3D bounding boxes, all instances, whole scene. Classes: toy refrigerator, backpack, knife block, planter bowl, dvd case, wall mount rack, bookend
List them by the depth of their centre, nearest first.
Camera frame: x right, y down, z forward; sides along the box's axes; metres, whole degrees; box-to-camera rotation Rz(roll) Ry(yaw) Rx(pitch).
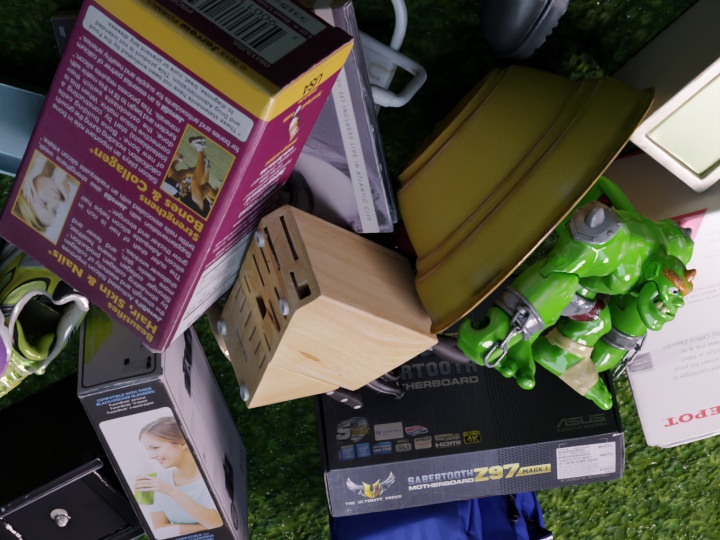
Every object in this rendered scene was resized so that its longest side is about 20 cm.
[{"bbox_3d":[0.081,-0.063,1.374,0.083,0.201,0.200,42,119,-3],"label":"planter bowl"},{"bbox_3d":[-0.083,-0.091,1.377,0.198,0.016,0.150,0,120,24],"label":"dvd case"},{"bbox_3d":[0.008,0.021,1.402,0.174,0.064,0.200,-12,156,-21],"label":"knife block"},{"bbox_3d":[-0.057,-0.108,1.406,0.173,0.075,0.201,29,127,9],"label":"wall mount rack"},{"bbox_3d":[0.256,-0.142,1.412,0.076,0.070,0.200,34,119,-30],"label":"toy refrigerator"},{"bbox_3d":[0.055,0.186,1.592,0.161,0.201,0.169,-11,123,9],"label":"backpack"},{"bbox_3d":[-0.216,0.198,1.638,0.198,0.092,0.200,-26,130,15],"label":"bookend"}]

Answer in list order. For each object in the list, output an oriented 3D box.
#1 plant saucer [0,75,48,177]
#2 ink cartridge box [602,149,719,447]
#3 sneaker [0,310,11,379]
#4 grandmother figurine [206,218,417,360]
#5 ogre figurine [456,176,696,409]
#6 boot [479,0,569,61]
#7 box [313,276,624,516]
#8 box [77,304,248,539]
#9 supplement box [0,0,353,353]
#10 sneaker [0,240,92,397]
[{"bbox_3d":[-0.266,-0.104,1.396,0.198,0.019,0.070,15,130,-10],"label":"plant saucer"},{"bbox_3d":[0.238,0.011,1.535,0.145,0.083,0.201,-15,131,6],"label":"ink cartridge box"},{"bbox_3d":[-0.313,0.018,1.434,0.200,0.089,0.080,39,118,-11],"label":"sneaker"},{"bbox_3d":[0.000,0.000,1.499,0.199,0.061,0.121,-28,174,7],"label":"grandmother figurine"},{"bbox_3d":[0.140,0.014,1.395,0.199,0.098,0.120,22,112,-42],"label":"ogre figurine"},{"bbox_3d":[0.041,-0.221,1.313,0.199,0.066,0.166,14,116,-26],"label":"boot"},{"bbox_3d":[0.068,0.080,1.525,0.198,0.158,0.051,-6,133,0],"label":"box"},{"bbox_3d":[-0.133,0.104,1.552,0.060,0.117,0.201,-12,133,7],"label":"box"},{"bbox_3d":[-0.109,-0.076,1.315,0.131,0.103,0.201,35,126,9],"label":"supplement box"},{"bbox_3d":[-0.239,0.043,1.509,0.075,0.077,0.200,21,127,-26],"label":"sneaker"}]
